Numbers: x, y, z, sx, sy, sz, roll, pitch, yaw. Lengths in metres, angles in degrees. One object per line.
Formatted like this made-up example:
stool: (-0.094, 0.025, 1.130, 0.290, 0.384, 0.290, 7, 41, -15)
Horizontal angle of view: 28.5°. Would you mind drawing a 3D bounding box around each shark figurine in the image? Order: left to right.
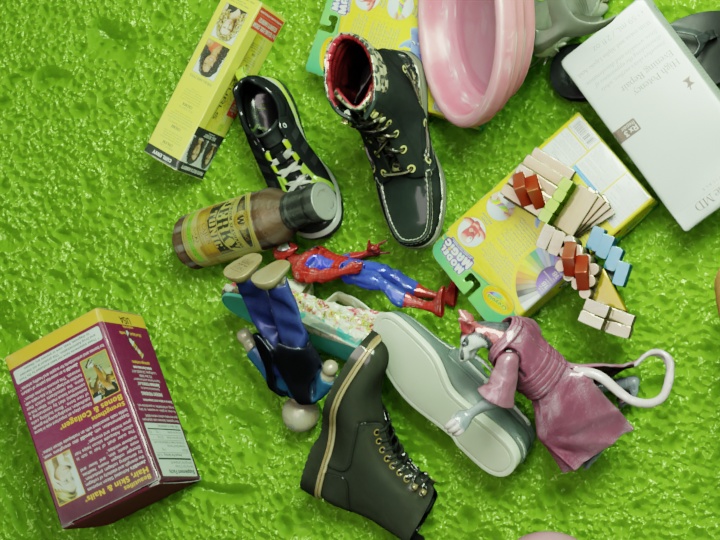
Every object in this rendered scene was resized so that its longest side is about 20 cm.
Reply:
shark figurine: (0.172, -0.244, 1.345, 0.128, 0.214, 0.090, -36, 94, 21)

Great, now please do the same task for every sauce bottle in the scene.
sauce bottle: (-0.110, -0.051, 1.472, 0.199, 0.065, 0.065, -17, 77, 38)

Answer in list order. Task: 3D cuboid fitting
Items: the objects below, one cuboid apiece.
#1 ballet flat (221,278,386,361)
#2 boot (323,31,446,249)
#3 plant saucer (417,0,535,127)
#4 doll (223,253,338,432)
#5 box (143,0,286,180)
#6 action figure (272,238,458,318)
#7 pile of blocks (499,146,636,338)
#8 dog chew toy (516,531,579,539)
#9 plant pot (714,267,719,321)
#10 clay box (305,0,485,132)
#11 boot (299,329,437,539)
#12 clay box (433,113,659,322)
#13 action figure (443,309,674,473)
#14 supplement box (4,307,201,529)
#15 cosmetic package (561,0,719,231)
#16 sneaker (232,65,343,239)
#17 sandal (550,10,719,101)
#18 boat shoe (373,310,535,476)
ballet flat: (-0.048, 0.045, 1.477, 0.199, 0.076, 0.064, 22, 61, 17)
boot: (0.020, -0.125, 1.370, 0.073, 0.154, 0.205, -9, 84, 22)
plant saucer: (0.111, -0.237, 1.343, 0.051, 0.200, 0.202, -5, 80, -18)
doll: (-0.081, 0.079, 1.439, 0.136, 0.048, 0.201, 13, 131, 41)
box: (-0.157, -0.201, 1.534, 0.050, 0.075, 0.201, 29, 93, 19)
action figure: (0.000, 0.000, 1.457, 0.199, 0.065, 0.052, 12, 115, 20)
pile of blocks: (0.203, -0.028, 1.319, 0.082, 0.062, 0.201, -34, 78, 13)
dog chew toy: (0.139, 0.331, 1.341, 0.200, 0.124, 0.125, -33, 74, 23)
plant pot: (0.400, 0.044, 1.244, 0.199, 0.200, 0.141, -29, 58, 15)
clay box: (0.051, -0.229, 1.471, 0.199, 0.048, 0.116, 21, 94, 22)
boot: (0.031, 0.168, 1.403, 0.138, 0.077, 0.201, 28, 127, 17)
clay box: (0.179, -0.043, 1.394, 0.200, 0.048, 0.115, -42, 74, 13)
action figure: (0.168, 0.099, 1.313, 0.200, 0.134, 0.149, 38, 136, -19)
supplement box: (-0.275, 0.158, 1.521, 0.130, 0.103, 0.201, -26, 75, 16)
cosmetic package: (0.289, -0.147, 1.332, 0.102, 0.074, 0.200, -39, 85, 20)
sneaker: (-0.088, -0.122, 1.492, 0.072, 0.083, 0.201, -32, 74, 15)
sandal: (0.283, -0.204, 1.383, 0.199, 0.043, 0.077, -12, 80, 19)
boat shoe: (0.093, 0.113, 1.400, 0.200, 0.062, 0.073, 47, 136, 11)
